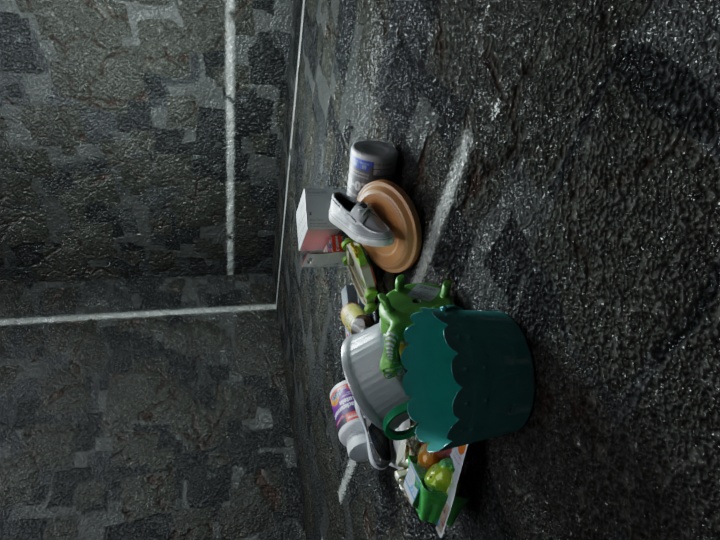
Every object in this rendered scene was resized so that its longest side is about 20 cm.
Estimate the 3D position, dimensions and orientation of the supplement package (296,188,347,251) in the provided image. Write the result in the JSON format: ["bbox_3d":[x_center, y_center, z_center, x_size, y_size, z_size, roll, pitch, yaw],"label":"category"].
[{"bbox_3d":[-0.063,-0.133,1.412,0.156,0.194,0.114,128,137,-66],"label":"supplement package"}]

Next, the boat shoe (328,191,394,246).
[{"bbox_3d":[0.001,-0.114,1.134,0.199,0.070,0.070,40,137,46],"label":"boat shoe"}]

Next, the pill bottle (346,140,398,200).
[{"bbox_3d":[0.022,-0.190,1.256,0.115,0.110,0.205,-117,29,-55],"label":"pill bottle"}]

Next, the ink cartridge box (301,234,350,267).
[{"bbox_3d":[-0.053,-0.052,1.388,0.109,0.194,0.052,129,136,-66],"label":"ink cartridge box"}]

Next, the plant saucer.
[{"bbox_3d":[0.052,-0.092,1.154,0.198,0.032,0.206,30,130,42],"label":"plant saucer"}]

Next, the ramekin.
[{"bbox_3d":[0.058,0.198,1.043,0.096,0.199,0.204,-31,49,21],"label":"ramekin"}]

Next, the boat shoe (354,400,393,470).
[{"bbox_3d":[0.036,0.364,1.266,0.066,0.068,0.205,128,138,-54],"label":"boat shoe"}]

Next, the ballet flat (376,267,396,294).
[{"bbox_3d":[0.065,-0.041,1.243,0.068,0.045,0.206,-127,38,-63],"label":"ballet flat"}]

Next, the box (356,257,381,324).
[{"bbox_3d":[0.032,0.073,1.381,0.160,0.042,0.207,138,128,-70],"label":"box"}]

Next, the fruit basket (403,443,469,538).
[{"bbox_3d":[0.138,0.324,0.939,0.185,0.091,0.207,-140,58,-80],"label":"fruit basket"}]

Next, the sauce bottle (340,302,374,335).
[{"bbox_3d":[0.000,0.136,1.309,0.200,0.064,0.068,-141,50,-70],"label":"sauce bottle"}]

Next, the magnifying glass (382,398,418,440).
[{"bbox_3d":[0.114,0.236,0.955,0.201,0.078,0.023,-49,32,22],"label":"magnifying glass"}]

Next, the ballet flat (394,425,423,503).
[{"bbox_3d":[0.103,0.415,1.129,0.076,0.062,0.206,-137,46,-63],"label":"ballet flat"}]

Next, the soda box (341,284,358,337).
[{"bbox_3d":[-0.007,0.145,1.485,0.064,0.066,0.206,129,136,-65],"label":"soda box"}]

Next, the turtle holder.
[{"bbox_3d":[0.101,0.105,0.938,0.187,0.136,0.135,-87,-6,-62],"label":"turtle holder"}]

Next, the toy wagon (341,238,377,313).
[{"bbox_3d":[0.000,0.000,1.244,0.202,0.039,0.158,91,157,-59],"label":"toy wagon"}]

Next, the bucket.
[{"bbox_3d":[0.153,0.154,0.789,0.207,0.131,0.214,179,90,-74],"label":"bucket"}]

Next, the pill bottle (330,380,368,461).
[{"bbox_3d":[-0.015,0.415,1.472,0.202,0.108,0.114,-111,25,-48],"label":"pill bottle"}]

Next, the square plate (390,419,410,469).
[{"bbox_3d":[0.077,0.380,1.285,0.200,0.028,0.205,149,118,-72],"label":"square plate"}]
